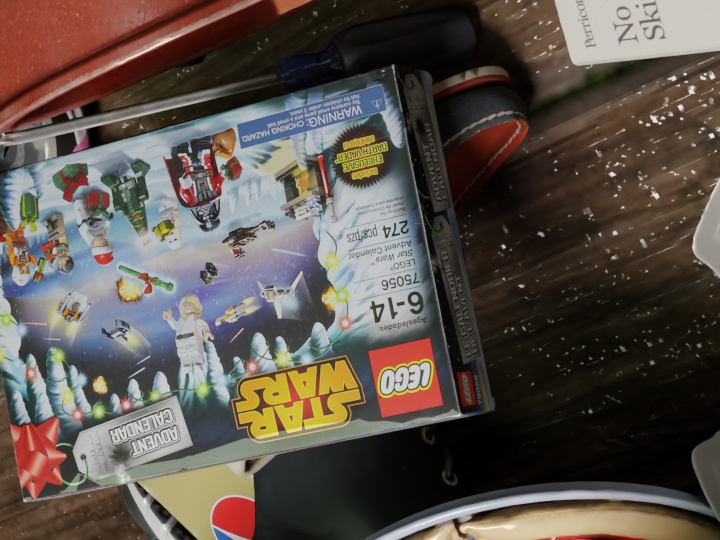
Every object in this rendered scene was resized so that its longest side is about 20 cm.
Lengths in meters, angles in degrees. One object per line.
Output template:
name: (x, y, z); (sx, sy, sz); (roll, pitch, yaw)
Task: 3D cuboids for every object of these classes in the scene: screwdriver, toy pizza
screwdriver: (-0.048, -0.075, 0.860); (0.029, 0.200, 0.028); (-127, 27, -62)
toy pizza: (0.074, 0.146, 0.856); (0.200, 0.032, 0.200); (-3, 144, -2)

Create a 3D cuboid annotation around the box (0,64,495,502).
box: (-0.055, 0.009, 0.858); (0.200, 0.040, 0.137); (-14, 85, 24)

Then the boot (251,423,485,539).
boot: (0.042, 0.092, 0.947); (0.203, 0.073, 0.154); (-7, 79, 0)

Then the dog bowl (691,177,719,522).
dog bowl: (0.199, 0.023, 0.753); (0.200, 0.059, 0.200); (-17, 70, 54)

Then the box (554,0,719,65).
box: (0.163, -0.126, 0.744); (0.200, 0.068, 0.082); (-5, 113, 36)

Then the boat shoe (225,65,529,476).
boat shoe: (0.000, 0.000, 0.890); (0.200, 0.071, 0.063); (-44, 60, 13)

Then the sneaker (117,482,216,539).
sneaker: (-0.052, 0.163, 1.067); (0.200, 0.074, 0.080); (45, 135, 6)

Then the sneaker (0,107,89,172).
sneaker: (-0.220, -0.096, 1.019); (0.200, 0.087, 0.074); (39, 132, 10)

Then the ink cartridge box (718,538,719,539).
ink cartridge box: (0.161, 0.198, 0.737); (0.200, 0.116, 0.067); (40, 129, 18)

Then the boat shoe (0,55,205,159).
boat shoe: (-0.160, -0.084, 0.951); (0.199, 0.075, 0.066); (-22, 106, 1)

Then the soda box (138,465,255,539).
soda box: (-0.012, 0.128, 1.020); (0.200, 0.068, 0.064); (43, 134, 5)

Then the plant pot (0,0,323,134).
plant pot: (-0.088, -0.181, 0.818); (0.201, 0.201, 0.195); (-21, 95, 41)
